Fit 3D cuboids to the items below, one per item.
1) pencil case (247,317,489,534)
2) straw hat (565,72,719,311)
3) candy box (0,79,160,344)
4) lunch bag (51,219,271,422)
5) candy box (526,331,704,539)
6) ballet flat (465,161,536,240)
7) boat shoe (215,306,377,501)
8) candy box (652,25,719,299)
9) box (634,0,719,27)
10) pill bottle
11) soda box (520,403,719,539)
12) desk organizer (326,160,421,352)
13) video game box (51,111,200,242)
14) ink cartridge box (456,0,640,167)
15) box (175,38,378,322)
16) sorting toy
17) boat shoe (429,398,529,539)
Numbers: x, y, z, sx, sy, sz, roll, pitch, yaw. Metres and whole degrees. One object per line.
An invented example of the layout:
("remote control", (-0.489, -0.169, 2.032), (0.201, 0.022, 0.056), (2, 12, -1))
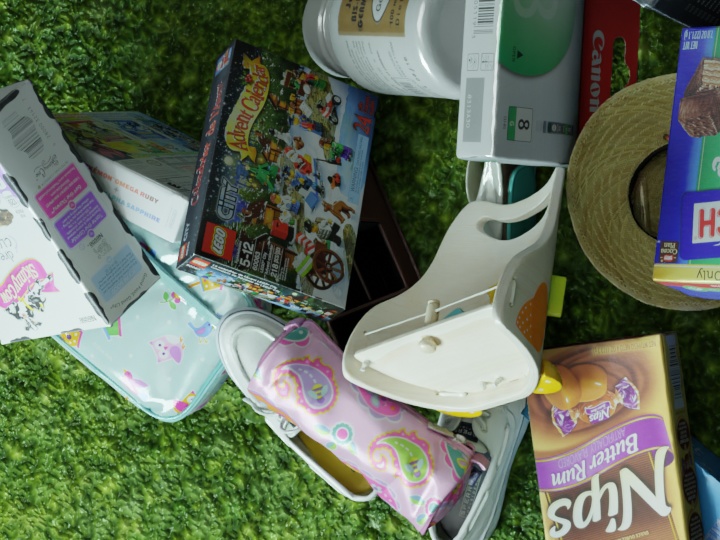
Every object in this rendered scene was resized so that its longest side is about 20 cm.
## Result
("pencil case", (0.005, 0.123, 1.651), (0.200, 0.087, 0.087), (37, 104, 5))
("straw hat", (0.258, -0.059, 1.632), (0.201, 0.085, 0.202), (0, 84, -2))
("candy box", (-0.284, -0.043, 1.682), (0.168, 0.072, 0.200), (-11, 119, 47))
("lunch bag", (-0.188, 0.021, 1.811), (0.200, 0.077, 0.160), (40, 107, 5))
("candy box", (0.200, 0.153, 1.599), (0.116, 0.056, 0.200), (-9, 88, 23))
("ballet flat", (0.118, -0.104, 1.685), (0.069, 0.069, 0.200), (18, 117, 22))
("boat shoe", (-0.051, 0.117, 1.730), (0.075, 0.086, 0.202), (-36, 95, 1))
("candy box", (0.313, -0.079, 1.512), (0.169, 0.077, 0.200), (2, 82, 39))
("box", (0.269, -0.298, 1.568), (0.124, 0.197, 0.200), (44, 105, 17))
("pill bottle", (0.040, -0.200, 1.671), (0.200, 0.114, 0.115), (11, 95, 57))
("soda box", (0.232, 0.152, 1.652), (0.200, 0.068, 0.064), (41, 105, 18))
("desk organizer", (0.000, 0.000, 1.746), (0.072, 0.077, 0.200), (-27, 80, 21))
("video game box", (-0.177, -0.084, 1.755), (0.182, 0.200, 0.047), (29, 106, 21))
("ink cartridge box", (0.164, -0.161, 1.610), (0.050, 0.200, 0.161), (5, 92, 52))
("box", (-0.065, -0.073, 1.657), (0.038, 0.136, 0.200), (-34, 42, 54))
("sorting toy", (0.102, 0.007, 1.595), (0.200, 0.107, 0.180), (-22, 44, 52))
("boat shoe", (0.098, 0.137, 1.710), (0.073, 0.065, 0.200), (7, 93, 23))
